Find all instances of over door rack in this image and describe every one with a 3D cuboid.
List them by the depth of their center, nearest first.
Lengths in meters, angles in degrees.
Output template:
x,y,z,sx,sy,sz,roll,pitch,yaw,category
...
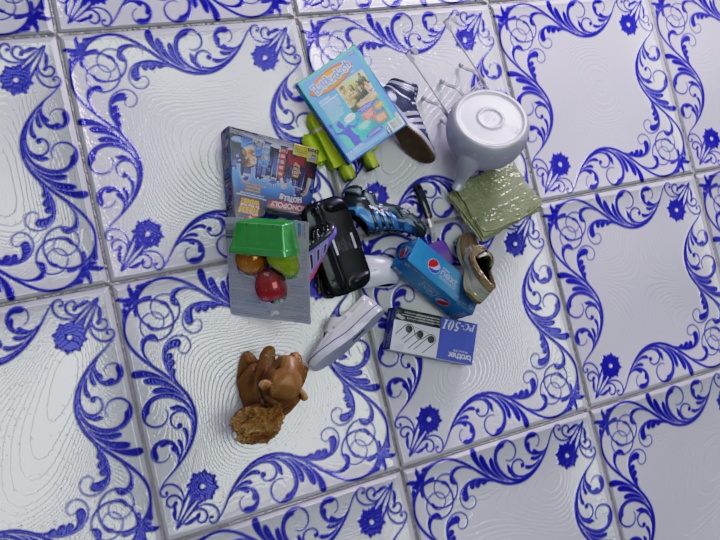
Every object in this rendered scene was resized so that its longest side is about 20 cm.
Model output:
x,y,z,sx,sy,sz,roll,pitch,yaw,category
0.191,-0.454,1.843,0.148,0.067,0.200,-44,119,-21,over door rack

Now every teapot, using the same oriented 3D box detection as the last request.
x,y,z,sx,sy,sz,roll,pitch,yaw,category
0.279,-0.299,1.822,0.200,0.146,0.198,-12,62,-11,teapot

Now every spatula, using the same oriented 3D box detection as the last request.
x,y,z,sx,sy,sz,roll,pitch,yaw,category
0.157,-0.101,1.808,0.056,0.021,0.200,-16,87,-21,spatula

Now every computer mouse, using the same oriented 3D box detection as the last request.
x,y,z,sx,sy,sz,roll,pitch,yaw,category
0.000,0.000,1.719,0.200,0.044,0.110,-4,82,-22,computer mouse

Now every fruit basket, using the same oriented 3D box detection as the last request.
x,y,z,sx,sy,sz,roll,pitch,yaw,category
-0.176,-0.003,1.573,0.094,0.185,0.200,-36,126,-59,fruit basket

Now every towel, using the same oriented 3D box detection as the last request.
x,y,z,sx,sy,sz,roll,pitch,yaw,category
0.308,-0.161,1.856,0.200,0.036,0.149,-28,79,-23,towel

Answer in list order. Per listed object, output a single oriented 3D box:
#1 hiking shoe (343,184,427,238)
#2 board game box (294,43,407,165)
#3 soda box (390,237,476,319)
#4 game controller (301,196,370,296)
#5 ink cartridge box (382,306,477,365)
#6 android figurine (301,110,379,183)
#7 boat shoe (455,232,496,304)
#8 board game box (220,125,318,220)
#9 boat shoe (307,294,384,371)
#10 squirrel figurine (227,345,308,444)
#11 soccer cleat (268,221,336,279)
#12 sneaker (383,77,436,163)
x,y,z,sx,sy,sz,roll,pitch,yaw,category
0.044,-0.105,1.745,0.200,0.074,0.087,25,81,-6,hiking shoe
-0.019,-0.346,1.700,0.152,0.045,0.200,-34,97,-5,board game box
0.165,0.020,1.750,0.200,0.064,0.068,40,57,-21,soda box
-0.048,-0.050,1.668,0.104,0.042,0.200,-23,98,-31,game controller
0.151,0.143,1.755,0.200,0.044,0.094,13,79,-19,ink cartridge box
-0.041,-0.295,1.750,0.182,0.041,0.200,-30,94,-22,android figurine
0.258,-0.015,1.764,0.074,0.066,0.200,32,35,-32,boat shoe
-0.199,-0.170,1.657,0.200,0.062,0.200,12,81,-23,board game box
-0.043,0.124,1.678,0.200,0.071,0.070,-42,70,-18,boat shoe
-0.164,0.243,1.539,0.141,0.187,0.200,24,74,-17,squirrel figurine
-0.108,-0.018,1.625,0.073,0.068,0.200,40,111,-22,soccer cleat
0.114,-0.338,1.803,0.200,0.070,0.109,44,55,-21,sneaker
